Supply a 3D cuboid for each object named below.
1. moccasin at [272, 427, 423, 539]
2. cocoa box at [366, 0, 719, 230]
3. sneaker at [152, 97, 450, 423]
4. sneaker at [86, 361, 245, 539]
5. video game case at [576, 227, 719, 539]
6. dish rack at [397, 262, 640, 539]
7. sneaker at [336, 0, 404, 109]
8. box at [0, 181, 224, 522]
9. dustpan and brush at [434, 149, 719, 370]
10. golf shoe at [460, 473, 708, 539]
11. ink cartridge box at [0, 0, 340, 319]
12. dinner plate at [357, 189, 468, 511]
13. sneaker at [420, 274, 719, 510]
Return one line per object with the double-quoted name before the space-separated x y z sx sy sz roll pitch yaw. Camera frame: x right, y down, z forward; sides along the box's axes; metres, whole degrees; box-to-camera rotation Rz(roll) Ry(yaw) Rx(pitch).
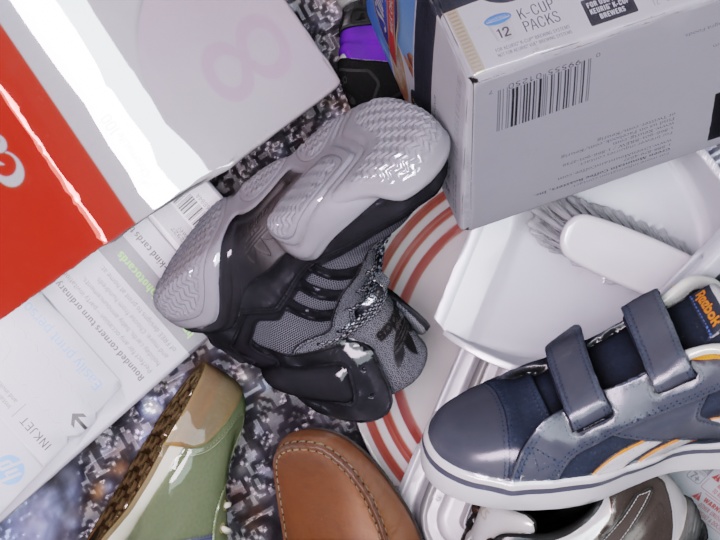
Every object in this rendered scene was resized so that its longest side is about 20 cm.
"moccasin" -0.009 0.174 1.381 0.073 0.078 0.202 4 109 33
"cocoa box" 0.113 -0.130 1.270 0.199 0.134 0.132 -19 63 -9
"sneaker" 0.000 0.000 1.298 0.114 0.200 0.076 41 51 -16
"sneaker" -0.088 0.149 1.387 0.090 0.067 0.201 29 96 -9
"video game case" 0.199 0.079 1.338 0.200 0.023 0.182 37 110 -19
"dish rack" 0.125 0.076 1.395 0.171 0.044 0.201 23 91 -7
"sneaker" 0.086 -0.089 1.374 0.199 0.070 0.100 1 76 1
"box" -0.161 0.006 1.377 0.200 0.041 0.156 -42 98 -3
"dustpan and brush" 0.152 0.005 1.339 0.199 0.057 0.140 22 94 -15
"golf shoe" 0.059 0.146 1.315 0.200 0.078 0.095 -32 111 1
"ink cartridge box" -0.128 -0.098 1.323 0.200 0.057 0.163 -38 96 -35
"dinner plate" 0.091 0.040 1.419 0.199 0.024 0.201 0 94 -7
"sneaker" 0.123 0.047 1.261 0.199 0.079 0.080 -8 128 -11
